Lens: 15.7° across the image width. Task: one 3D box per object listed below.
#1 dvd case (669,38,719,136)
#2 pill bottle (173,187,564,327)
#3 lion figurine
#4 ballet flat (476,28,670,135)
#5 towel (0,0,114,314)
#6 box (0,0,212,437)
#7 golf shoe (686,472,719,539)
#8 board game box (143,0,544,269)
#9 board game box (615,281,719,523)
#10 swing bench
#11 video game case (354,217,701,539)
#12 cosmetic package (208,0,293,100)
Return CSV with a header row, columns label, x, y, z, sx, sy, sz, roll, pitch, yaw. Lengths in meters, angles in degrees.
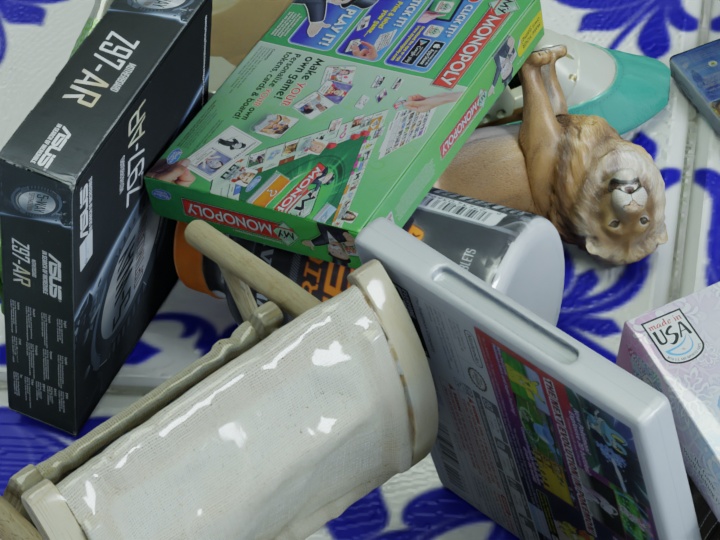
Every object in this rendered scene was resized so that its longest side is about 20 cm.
label,x,y,z,sx,sy,sz,roll,pitch,yaw
dvd case,0.283,-0.085,1.491,0.142,0.018,0.200,-20,44,-11
pill bottle,0.000,0.000,1.390,0.199,0.107,0.106,15,49,25
lion figurine,0.067,-0.055,1.445,0.198,0.124,0.072,-8,6,13
ballet flat,0.088,-0.101,1.503,0.199,0.071,0.068,-16,46,-7
towel,-0.159,-0.078,1.419,0.030,0.149,0.201,21,78,5
box,-0.134,-0.036,1.379,0.043,0.201,0.161,20,49,12
golf shoe,0.225,0.083,1.279,0.200,0.078,0.095,-37,66,4
board game box,-0.006,-0.088,1.383,0.134,0.029,0.200,16,49,27
board game box,0.251,0.072,1.186,0.199,0.044,0.200,-22,58,-16
swing bench,-0.086,0.089,1.245,0.198,0.130,0.200,-33,22,-21
video game case,0.086,0.081,1.222,0.023,0.201,0.182,-42,52,-19
cosmetic package,-0.074,-0.153,1.584,0.105,0.071,0.200,15,49,24
